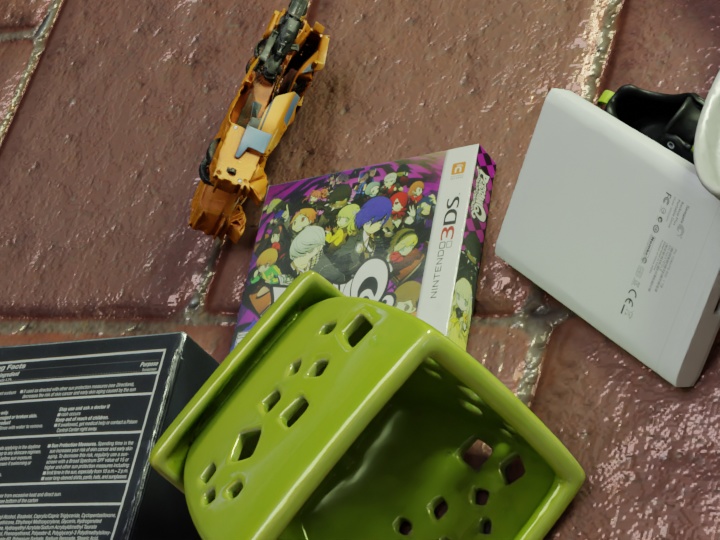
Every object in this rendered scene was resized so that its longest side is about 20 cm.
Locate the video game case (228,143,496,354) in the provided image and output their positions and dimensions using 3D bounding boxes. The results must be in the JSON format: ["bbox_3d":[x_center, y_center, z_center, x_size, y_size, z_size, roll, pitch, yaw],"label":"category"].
[{"bbox_3d":[0.000,0.000,1.421,0.199,0.036,0.182,-9,53,31],"label":"video game case"}]

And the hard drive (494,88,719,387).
[{"bbox_3d":[0.179,-0.026,1.274,0.200,0.027,0.132,39,119,45],"label":"hard drive"}]

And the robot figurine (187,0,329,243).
[{"bbox_3d":[-0.082,-0.128,1.529,0.200,0.058,0.145,-68,8,-28],"label":"robot figurine"}]

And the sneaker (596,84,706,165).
[{"bbox_3d":[0.238,-0.076,1.270,0.200,0.083,0.072,26,77,44],"label":"sneaker"}]

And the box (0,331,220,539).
[{"bbox_3d":[-0.201,0.164,1.386,0.199,0.123,0.199,-5,58,31],"label":"box"}]

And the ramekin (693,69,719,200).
[{"bbox_3d":[0.309,-0.104,1.133,0.200,0.105,0.200,-49,20,24],"label":"ramekin"}]

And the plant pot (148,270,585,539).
[{"bbox_3d":[-0.007,0.128,1.227,0.199,0.200,0.181,-50,37,-5],"label":"plant pot"}]
